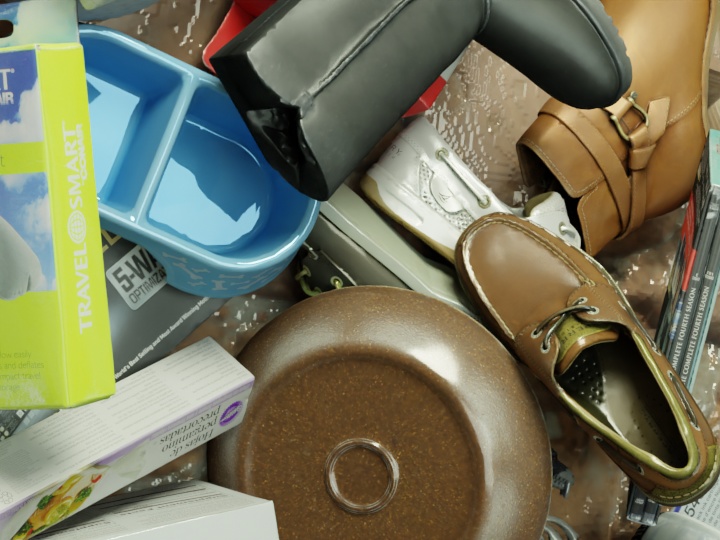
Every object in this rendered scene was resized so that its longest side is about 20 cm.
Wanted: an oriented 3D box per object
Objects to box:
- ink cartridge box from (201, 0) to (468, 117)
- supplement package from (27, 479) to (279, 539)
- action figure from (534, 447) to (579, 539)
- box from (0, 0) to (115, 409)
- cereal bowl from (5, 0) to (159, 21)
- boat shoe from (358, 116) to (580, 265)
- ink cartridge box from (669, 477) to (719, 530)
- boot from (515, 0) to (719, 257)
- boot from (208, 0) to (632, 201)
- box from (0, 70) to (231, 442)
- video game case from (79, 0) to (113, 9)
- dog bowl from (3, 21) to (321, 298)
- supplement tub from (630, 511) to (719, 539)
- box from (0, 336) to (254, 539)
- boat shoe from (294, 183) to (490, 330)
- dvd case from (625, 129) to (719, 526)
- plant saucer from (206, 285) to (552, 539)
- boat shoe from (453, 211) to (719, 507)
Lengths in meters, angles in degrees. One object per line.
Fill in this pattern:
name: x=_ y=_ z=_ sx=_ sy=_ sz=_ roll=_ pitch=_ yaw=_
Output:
ink cartridge box: x=0.012 y=-0.166 z=1.413 sx=0.116 sy=0.067 sz=0.200 roll=39 pitch=68 yaw=-22
supplement package: x=-0.122 y=0.229 z=1.350 sx=0.155 sy=0.111 sz=0.201 roll=-10 pitch=97 yaw=-25
action figure: x=0.078 y=0.164 z=1.442 sx=0.102 sy=0.119 sz=0.201 roll=22 pitch=95 yaw=-24
box: x=-0.190 y=-0.032 z=1.251 sx=0.048 sy=0.122 sz=0.201 roll=-12 pitch=98 yaw=-63
cereal bowl: x=-0.170 y=-0.215 z=1.308 sx=0.200 sy=0.083 sz=0.201 roll=23 pitch=53 yaw=-34
boat shoe: x=0.096 y=-0.014 z=1.447 sx=0.200 sy=0.071 sz=0.069 roll=36 pitch=91 yaw=-10
ink cartridge box: x=0.235 y=0.237 z=1.558 sx=0.200 sy=0.041 sz=0.200 roll=35 pitch=77 yaw=-19
boot: x=0.143 y=-0.118 z=1.489 sx=0.155 sy=0.077 sz=0.200 roll=-36 pitch=117 yaw=-22
boot: x=0.036 y=-0.104 z=1.334 sx=0.165 sy=0.066 sz=0.200 roll=49 pitch=55 yaw=-5
box: x=-0.184 y=0.009 z=1.345 sx=0.200 sy=0.050 sz=0.158 roll=-41 pitch=107 yaw=-19
video game case: x=-0.121 y=-0.241 z=1.293 sx=0.200 sy=0.022 sz=0.183 roll=-33 pitch=91 yaw=-50
dog bowl: x=-0.109 y=-0.061 z=1.318 sx=0.199 sy=0.050 sz=0.112 roll=25 pitch=78 yaw=-16
supplement tub: x=0.164 y=0.250 z=1.440 sx=0.122 sy=0.122 sz=0.200 roll=41 pitch=75 yaw=-21
box: x=-0.141 y=0.094 z=1.313 sx=0.200 sy=0.041 sz=0.039 roll=-28 pitch=148 yaw=-41
boat shoe: x=0.000 y=0.001 z=1.423 sx=0.202 sy=0.072 sz=0.060 roll=39 pitch=105 yaw=-13
dvd case: x=0.186 y=0.030 z=1.448 sx=0.022 sy=0.146 sz=0.201 roll=14 pitch=106 yaw=3
plant saucer: x=0.005 y=0.110 z=1.380 sx=0.200 sy=0.037 sz=0.201 roll=2 pitch=97 yaw=16
boat shoe: x=0.123 y=0.039 z=1.358 sx=0.072 sy=0.068 sz=0.200 roll=-44 pitch=72 yaw=0
